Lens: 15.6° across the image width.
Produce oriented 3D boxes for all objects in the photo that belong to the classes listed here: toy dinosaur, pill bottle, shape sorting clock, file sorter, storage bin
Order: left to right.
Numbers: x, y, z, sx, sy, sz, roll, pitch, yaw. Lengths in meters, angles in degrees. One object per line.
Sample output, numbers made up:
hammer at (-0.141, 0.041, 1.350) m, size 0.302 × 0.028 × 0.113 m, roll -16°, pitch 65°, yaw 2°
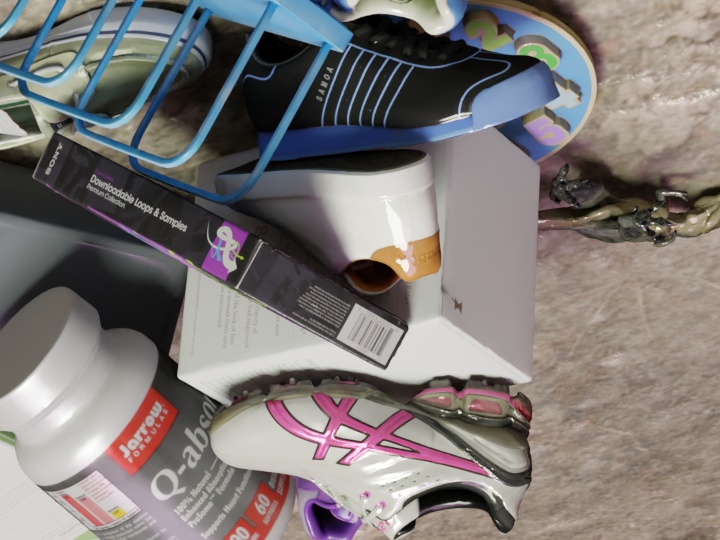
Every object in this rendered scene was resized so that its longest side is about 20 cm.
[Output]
storage bin at (-0.206, 0.008, 1.730) m, size 0.199 × 0.146 × 0.135 m, roll 14°, pitch 116°, yaw -18°
file sorter at (-0.135, -0.141, 1.462) m, size 0.200 × 0.123 × 0.138 m, roll 34°, pitch 173°, yaw -39°
pill bottle at (-0.144, 0.110, 1.652) m, size 0.115 × 0.116 × 0.200 m, roll -28°, pitch 121°, yaw 34°
shape sorting clock at (0.048, -0.106, 1.631) m, size 0.198 × 0.039 × 0.201 m, roll 0°, pitch 145°, yaw 0°
toy dinosaur at (0.155, -0.039, 1.708) m, size 0.198 × 0.048 × 0.088 m, roll 3°, pitch 173°, yaw -3°

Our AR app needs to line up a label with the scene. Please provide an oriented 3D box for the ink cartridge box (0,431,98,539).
ink cartridge box at (-0.247, 0.156, 1.807) m, size 0.145 × 0.048 × 0.199 m, roll -34°, pitch 134°, yaw 30°

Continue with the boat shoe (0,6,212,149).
boat shoe at (-0.185, -0.108, 1.608) m, size 0.198 × 0.062 × 0.072 m, roll -11°, pitch 144°, yaw 13°

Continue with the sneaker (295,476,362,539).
sneaker at (0.002, 0.135, 1.933) m, size 0.080 × 0.089 × 0.200 m, roll 13°, pitch 142°, yaw -16°

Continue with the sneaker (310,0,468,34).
sneaker at (-0.022, -0.189, 1.480) m, size 0.198 × 0.078 × 0.076 m, roll 11°, pitch 145°, yaw -14°

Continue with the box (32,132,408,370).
box at (-0.083, -0.012, 1.537) m, size 0.199 × 0.036 × 0.143 m, roll 29°, pitch 179°, yaw 43°

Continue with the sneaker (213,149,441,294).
sneaker at (-0.022, -0.027, 1.549) m, size 0.072 × 0.085 × 0.200 m, roll -21°, pitch -165°, yaw -28°

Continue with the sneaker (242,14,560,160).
sneaker at (0.017, -0.114, 1.519) m, size 0.199 × 0.070 × 0.079 m, roll -7°, pitch 103°, yaw 28°

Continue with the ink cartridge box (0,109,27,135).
ink cartridge box at (-0.289, -0.150, 1.485) m, size 0.199 × 0.050 × 0.162 m, roll 12°, pitch 157°, yaw 39°

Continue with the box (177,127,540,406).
box at (0.000, 0.000, 1.635) m, size 0.199 × 0.153 × 0.106 m, roll -12°, pitch 150°, yaw 32°

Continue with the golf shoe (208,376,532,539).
golf shoe at (0.004, 0.114, 1.591) m, size 0.198 × 0.093 × 0.073 m, roll 1°, pitch 159°, yaw 8°
